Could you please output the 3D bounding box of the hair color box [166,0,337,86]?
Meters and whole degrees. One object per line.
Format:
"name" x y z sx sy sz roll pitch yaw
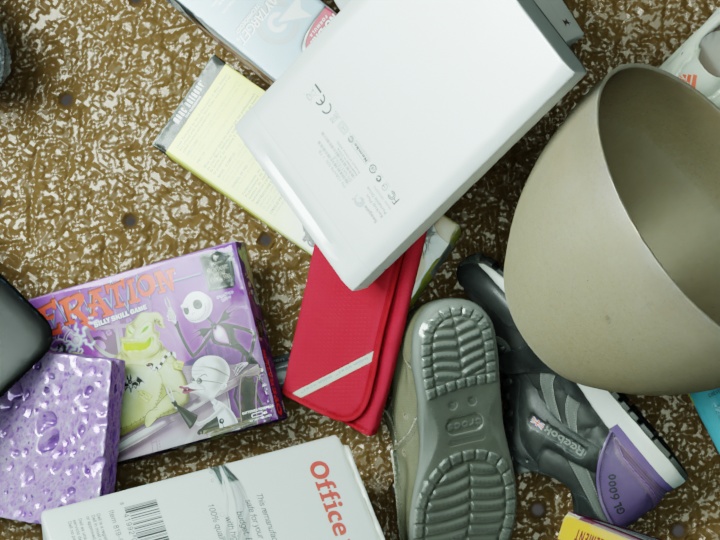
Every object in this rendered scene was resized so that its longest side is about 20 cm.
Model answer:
"hair color box" -0.073 -0.171 1.383 0.200 0.099 0.061 39 90 6

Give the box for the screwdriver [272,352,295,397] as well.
"screwdriver" 0.010 0.057 1.405 0.198 0.029 0.028 -11 84 -5

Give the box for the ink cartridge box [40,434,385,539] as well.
"ink cartridge box" -0.083 0.203 1.315 0.198 0.083 0.147 -13 57 -14

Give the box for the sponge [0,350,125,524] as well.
"sponge" -0.251 0.101 1.388 0.198 0.030 0.113 6 91 18

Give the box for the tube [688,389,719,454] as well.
"tube" 0.258 0.107 1.368 0.077 0.050 0.201 -21 80 -11

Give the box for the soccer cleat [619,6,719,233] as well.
"soccer cleat" 0.206 -0.104 1.368 0.069 0.078 0.200 38 90 6

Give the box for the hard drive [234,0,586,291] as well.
"hard drive" 0.026 -0.102 1.273 0.200 0.027 0.132 -44 73 28

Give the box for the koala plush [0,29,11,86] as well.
"koala plush" -0.309 -0.216 1.379 0.182 0.177 0.202 6 86 -7

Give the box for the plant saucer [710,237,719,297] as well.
"plant saucer" 0.318 0.001 1.357 0.198 0.036 0.202 0 78 -1

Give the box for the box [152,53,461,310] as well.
"box" -0.034 -0.054 1.397 0.199 0.050 0.076 34 89 6

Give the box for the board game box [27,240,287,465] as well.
"board game box" -0.156 0.064 1.394 0.198 0.032 0.121 -16 80 13

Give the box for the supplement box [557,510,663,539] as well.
"supplement box" 0.165 0.265 1.299 0.103 0.131 0.202 19 86 -29

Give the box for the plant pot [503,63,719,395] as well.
"plant pot" 0.165 -0.003 1.287 0.134 0.200 0.201 -38 83 34

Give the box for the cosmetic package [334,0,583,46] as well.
"cosmetic package" 0.037 -0.205 1.356 0.052 0.150 0.201 -37 83 39

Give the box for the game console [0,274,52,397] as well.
"game console" -0.323 0.055 1.388 0.200 0.116 0.176 42 132 15

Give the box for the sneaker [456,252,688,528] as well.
"sneaker" 0.114 0.083 1.364 0.087 0.076 0.200 -40 87 6

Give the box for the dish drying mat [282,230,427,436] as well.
"dish drying mat" 0.000 0.000 1.336 0.076 0.018 0.202 25 114 30

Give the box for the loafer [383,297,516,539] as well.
"loafer" 0.055 0.109 1.367 0.075 0.070 0.202 -4 105 -18
